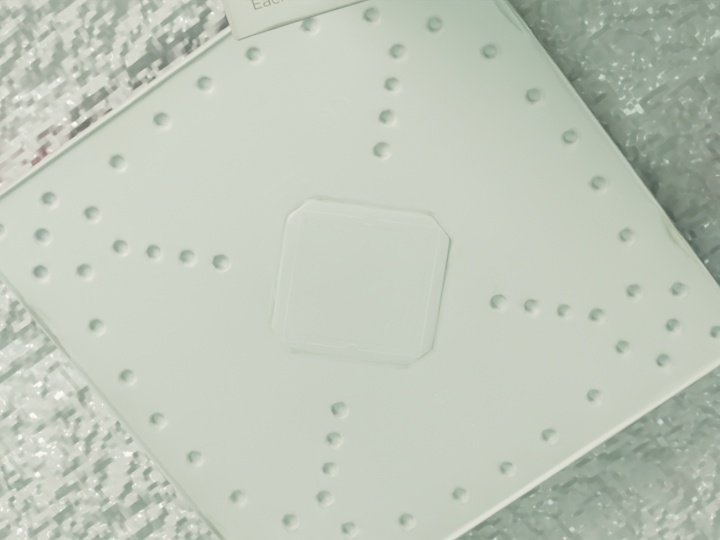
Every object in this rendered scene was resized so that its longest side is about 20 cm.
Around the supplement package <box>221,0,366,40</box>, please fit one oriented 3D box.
[{"bbox_3d":[0.002,-0.202,0.877,0.151,0.151,0.201,-17,111,7],"label":"supplement package"}]

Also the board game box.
[{"bbox_3d":[0.000,0.000,1.026,0.200,0.026,0.200,-34,109,13],"label":"board game box"}]
